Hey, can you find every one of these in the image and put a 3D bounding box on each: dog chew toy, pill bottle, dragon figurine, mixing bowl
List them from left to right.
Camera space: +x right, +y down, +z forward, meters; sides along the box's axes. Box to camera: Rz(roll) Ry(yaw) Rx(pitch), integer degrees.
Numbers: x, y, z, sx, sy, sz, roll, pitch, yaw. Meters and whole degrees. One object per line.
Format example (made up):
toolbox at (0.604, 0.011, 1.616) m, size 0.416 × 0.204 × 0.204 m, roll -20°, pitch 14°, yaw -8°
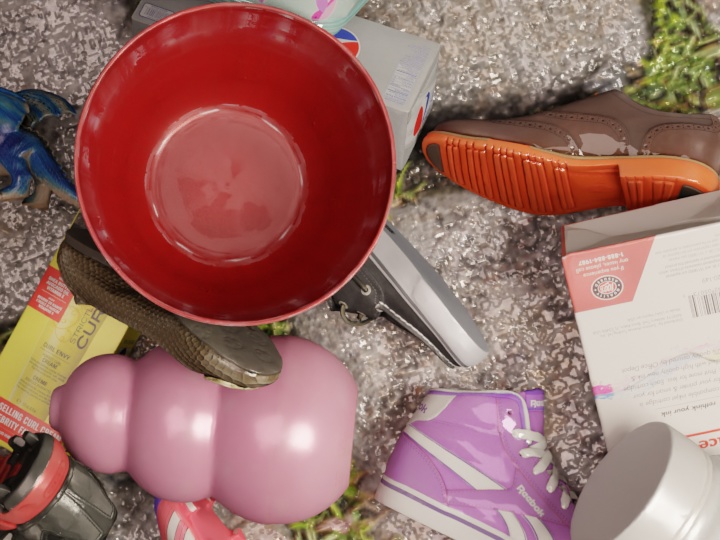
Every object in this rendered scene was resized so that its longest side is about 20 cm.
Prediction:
dragon figurine at (-0.232, -0.095, 1.498) m, size 0.200 × 0.059 × 0.100 m, roll 12°, pitch 91°, yaw 34°
dog chew toy at (-0.103, 0.099, 1.458) m, size 0.199 × 0.125 × 0.125 m, roll 6°, pitch 88°, yaw 0°
mixing bowl at (-0.083, -0.061, 1.414) m, size 0.200 × 0.108 × 0.201 m, roll 1°, pitch 84°, yaw -8°
pill bottle at (0.236, 0.187, 1.382) m, size 0.200 × 0.114 × 0.114 m, roll 35°, pitch 93°, yaw -15°

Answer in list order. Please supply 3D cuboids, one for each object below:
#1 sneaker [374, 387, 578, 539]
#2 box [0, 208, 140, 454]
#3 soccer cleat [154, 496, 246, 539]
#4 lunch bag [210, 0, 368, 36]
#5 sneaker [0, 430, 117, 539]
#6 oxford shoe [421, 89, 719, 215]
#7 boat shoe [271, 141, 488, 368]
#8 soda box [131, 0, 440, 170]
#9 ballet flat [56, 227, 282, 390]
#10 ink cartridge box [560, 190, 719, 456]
sneaker at (0.119, 0.141, 1.459) m, size 0.200 × 0.073 × 0.115 m, roll 26°, pitch 88°, yaw 9°
box at (-0.189, 0.034, 1.519) m, size 0.075 × 0.050 × 0.200 m, roll 30°, pitch 92°, yaw 8°
soccer cleat at (-0.095, 0.236, 1.492) m, size 0.076 × 0.067 × 0.200 m, roll -32°, pitch 85°, yaw 13°
lunch bag at (-0.081, -0.230, 1.457) m, size 0.200 × 0.160 × 0.077 m, roll 22°, pitch 124°, yaw 7°
sneaker at (-0.223, 0.160, 1.469) m, size 0.098 × 0.200 × 0.071 m, roll 37°, pitch 64°, yaw -20°
oxford shoe at (0.142, -0.081, 1.477) m, size 0.199 × 0.071 × 0.073 m, roll 9°, pitch 61°, yaw 11°
boat shoe at (0.000, 0.000, 1.485) m, size 0.066 × 0.070 × 0.200 m, roll -45°, pitch 81°, yaw 10°
soda box at (-0.051, -0.139, 1.488) m, size 0.200 × 0.068 × 0.064 m, roll 20°, pitch 58°, yaw 8°
ballet flat at (-0.127, 0.032, 1.429) m, size 0.200 × 0.067 × 0.046 m, roll 31°, pitch 107°, yaw 33°
ink cartridge box at (0.206, 0.060, 1.431) m, size 0.116 × 0.068 × 0.201 m, roll -12°, pitch 108°, yaw 9°
